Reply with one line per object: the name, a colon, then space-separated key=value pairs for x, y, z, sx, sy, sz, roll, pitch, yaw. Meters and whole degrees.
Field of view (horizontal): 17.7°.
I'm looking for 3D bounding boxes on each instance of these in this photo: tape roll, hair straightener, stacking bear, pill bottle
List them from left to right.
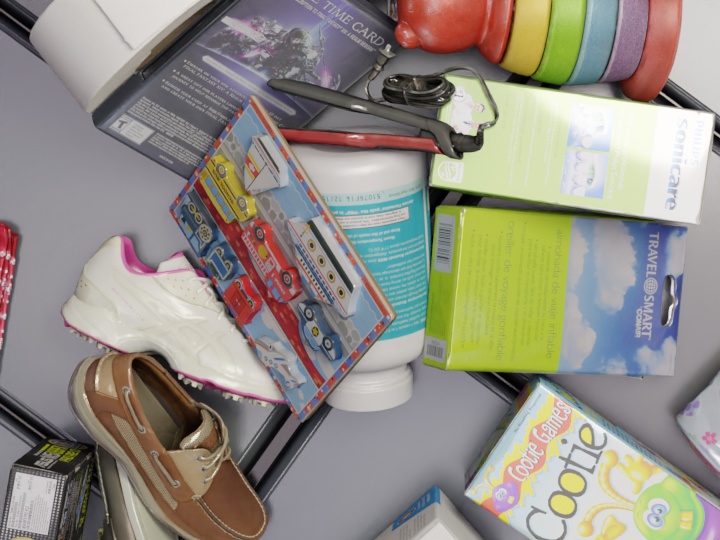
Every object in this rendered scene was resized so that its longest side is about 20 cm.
tape roll: x=-0.145 y=-0.204 z=1.691 sx=0.202 sy=0.202 sz=0.071 roll=-38 pitch=90 yaw=4
pill bottle: x=0.000 y=0.000 z=1.729 sx=0.110 sy=0.111 sz=0.202 roll=-3 pitch=107 yaw=3
hair straightener: x=0.015 y=-0.124 z=1.648 sx=0.199 sy=0.041 sz=0.078 roll=9 pitch=93 yaw=37
stacking bear: x=0.123 y=-0.190 z=1.671 sx=0.198 sy=0.114 sz=0.123 roll=4 pitch=94 yaw=-8

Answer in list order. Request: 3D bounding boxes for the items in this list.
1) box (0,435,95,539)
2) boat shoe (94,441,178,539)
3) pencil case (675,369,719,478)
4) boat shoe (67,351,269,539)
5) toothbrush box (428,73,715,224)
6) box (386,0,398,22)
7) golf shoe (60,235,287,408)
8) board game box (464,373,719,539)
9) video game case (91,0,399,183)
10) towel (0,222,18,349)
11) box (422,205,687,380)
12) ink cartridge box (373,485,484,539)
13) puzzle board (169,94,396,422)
box: x=-0.246 y=0.236 z=1.739 sx=0.044 sy=0.160 sz=0.202 roll=11 pitch=94 yaw=0
boat shoe: x=-0.172 y=0.220 z=1.778 sx=0.060 sy=0.072 sz=0.203 roll=-20 pitch=84 yaw=20
pencil case: x=0.332 y=0.079 z=1.743 sx=0.200 sy=0.083 sz=0.091 roll=-44 pitch=69 yaw=5
boat shoe: x=-0.135 y=0.138 z=1.743 sx=0.072 sy=0.076 sz=0.200 roll=-23 pitch=121 yaw=39
toothbrush box: x=0.153 y=-0.089 z=1.711 sx=0.198 sy=0.146 sz=0.087 roll=7 pitch=93 yaw=1
box: x=0.119 y=-0.229 z=1.761 sx=0.198 sy=0.035 sz=0.111 roll=1 pitch=93 yaw=3
golf shoe: x=-0.127 y=0.040 z=1.768 sx=0.199 sy=0.075 sz=0.092 roll=23 pitch=90 yaw=0
board game box: x=0.187 y=0.178 z=1.744 sx=0.199 sy=0.105 sz=0.103 roll=35 pitch=94 yaw=1
video game case: x=-0.081 y=-0.144 z=1.708 sx=0.200 sy=0.143 sz=0.019 roll=-40 pitch=49 yaw=20
towel: x=-0.351 y=0.051 z=1.803 sx=0.143 sy=0.022 sz=0.202 roll=10 pitch=93 yaw=3
box: x=0.147 y=0.017 z=1.734 sx=0.198 sy=0.048 sz=0.123 roll=3 pitch=94 yaw=-27
ink cartridge box: x=0.010 y=0.267 z=1.735 sx=0.200 sy=0.146 sz=0.086 roll=-43 pitch=92 yaw=4
puzzle board: x=-0.063 y=-0.007 z=1.701 sx=0.201 sy=0.017 sz=0.151 roll=57 pitch=139 yaw=16
